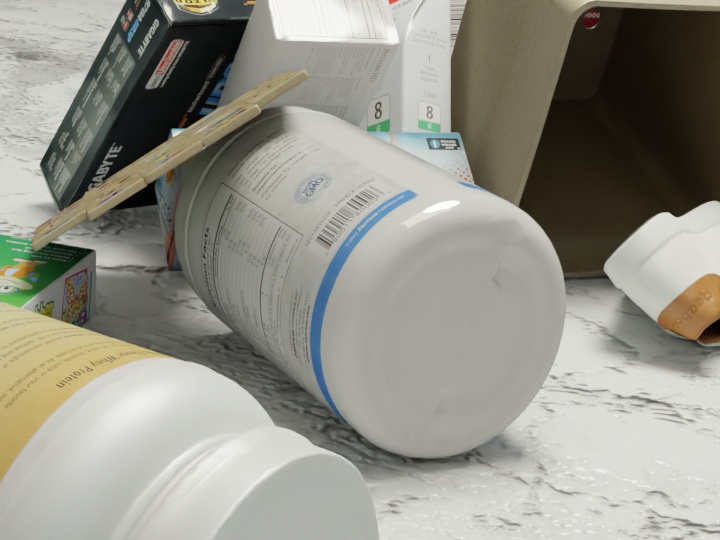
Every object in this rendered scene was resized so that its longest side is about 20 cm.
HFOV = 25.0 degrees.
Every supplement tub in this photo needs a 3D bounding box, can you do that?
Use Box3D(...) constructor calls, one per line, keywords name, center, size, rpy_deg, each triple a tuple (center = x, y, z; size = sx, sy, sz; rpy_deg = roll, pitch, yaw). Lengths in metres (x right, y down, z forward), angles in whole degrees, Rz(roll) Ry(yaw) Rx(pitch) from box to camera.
Box3D(name="supplement tub", center=(-0.107, 0.086, 0.494), size=(0.198, 0.146, 0.144), rpy_deg=(15, 19, 29))
Box3D(name="supplement tub", center=(0.000, 0.000, 0.826), size=(0.130, 0.134, 0.200), rpy_deg=(-4, 20, -28))

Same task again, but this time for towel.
Box3D(name="towel", center=(0.164, -0.142, 1.222), size=(0.143, 0.202, 0.023), rpy_deg=(-2, 33, -22))

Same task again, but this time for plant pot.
Box3D(name="plant pot", center=(0.160, -0.130, 1.094), size=(0.198, 0.202, 0.178), rpy_deg=(-3, 37, -26))

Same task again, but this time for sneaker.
Box3D(name="sneaker", center=(0.210, 0.011, 1.003), size=(0.085, 0.073, 0.200), rpy_deg=(48, 22, 13))

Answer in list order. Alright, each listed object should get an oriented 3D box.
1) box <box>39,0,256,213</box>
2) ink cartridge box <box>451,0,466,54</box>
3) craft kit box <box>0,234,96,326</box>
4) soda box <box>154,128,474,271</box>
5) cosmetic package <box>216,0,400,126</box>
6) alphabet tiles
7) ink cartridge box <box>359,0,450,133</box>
Box3D(name="box", center=(-0.107, -0.120, 1.084), size=(0.158, 0.200, 0.046), rpy_deg=(-9, 61, -39))
Box3D(name="ink cartridge box", center=(0.064, -0.162, 1.298), size=(0.198, 0.149, 0.144), rpy_deg=(-6, 8, -33))
Box3D(name="craft kit box", center=(-0.261, 0.020, 0.831), size=(0.197, 0.049, 0.198), rpy_deg=(8, 20, 8))
Box3D(name="soda box", center=(-0.028, -0.044, 1.031), size=(0.197, 0.064, 0.069), rpy_deg=(0, 56, -20))
Box3D(name="cosmetic package", center=(-0.047, -0.102, 1.047), size=(0.081, 0.201, 0.051), rpy_deg=(0, 58, -21))
Box3D(name="alphabet tiles", center=(-0.107, -0.061, 0.884), size=(0.165, 0.006, 0.200), rpy_deg=(-34, 10, -6))
Box3D(name="ink cartridge box", center=(0.000, -0.164, 1.155), size=(0.050, 0.203, 0.160), rpy_deg=(6, -12, -35))
